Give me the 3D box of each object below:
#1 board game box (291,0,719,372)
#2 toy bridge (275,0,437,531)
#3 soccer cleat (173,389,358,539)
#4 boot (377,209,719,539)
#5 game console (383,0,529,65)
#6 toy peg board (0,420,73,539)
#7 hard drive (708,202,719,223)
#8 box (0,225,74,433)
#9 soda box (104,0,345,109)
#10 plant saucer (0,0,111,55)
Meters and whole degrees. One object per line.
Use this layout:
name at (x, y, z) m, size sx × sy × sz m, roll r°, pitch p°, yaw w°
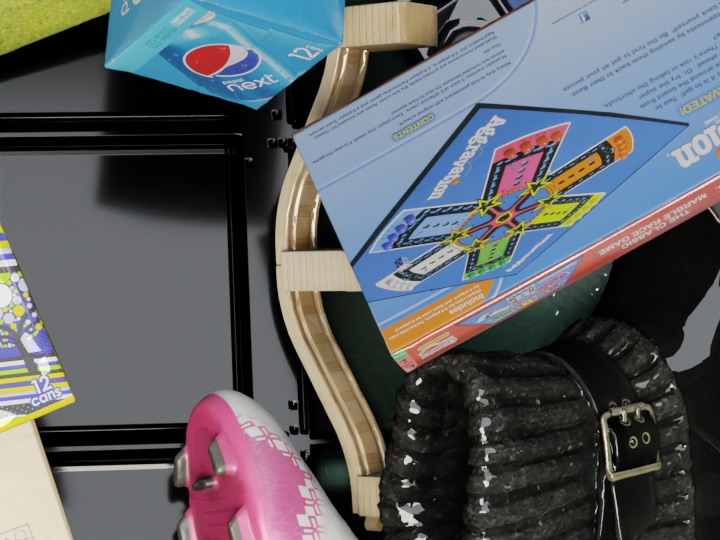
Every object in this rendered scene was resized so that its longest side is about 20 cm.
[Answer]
board game box at (0.082, -0.054, 0.886) m, size 0.200 × 0.019 × 0.103 m, roll -29°, pitch 58°, yaw 7°
toy bridge at (0.000, 0.000, 0.958) m, size 0.067 × 0.027 × 0.200 m, roll 0°, pitch 93°, yaw 36°
soccer cleat at (-0.006, 0.136, 0.934) m, size 0.086 × 0.070 × 0.200 m, roll -14°, pitch 81°, yaw -26°
boot at (0.086, 0.026, 0.927) m, size 0.158 × 0.079 × 0.211 m, roll 1°, pitch 82°, yaw -26°
game console at (0.113, -0.139, 0.976) m, size 0.200 × 0.119 × 0.172 m, roll -31°, pitch 83°, yaw -12°
toy peg board at (-0.227, 0.051, 0.918) m, size 0.200 × 0.098 × 0.199 m, roll -19°, pitch 96°, yaw -10°
hard drive at (0.194, -0.096, 0.940) m, size 0.200 × 0.038 × 0.140 m, roll -21°, pitch 56°, yaw -18°
box at (-0.202, 0.050, 0.841) m, size 0.200 × 0.064 × 0.070 m, roll -23°, pitch 96°, yaw -9°
soda box at (-0.044, -0.166, 0.919) m, size 0.064 × 0.068 × 0.200 m, roll 14°, pitch 65°, yaw -27°
plant saucer at (-0.162, -0.184, 0.970) m, size 0.200 × 0.048 × 0.200 m, roll -22°, pitch 81°, yaw -1°
